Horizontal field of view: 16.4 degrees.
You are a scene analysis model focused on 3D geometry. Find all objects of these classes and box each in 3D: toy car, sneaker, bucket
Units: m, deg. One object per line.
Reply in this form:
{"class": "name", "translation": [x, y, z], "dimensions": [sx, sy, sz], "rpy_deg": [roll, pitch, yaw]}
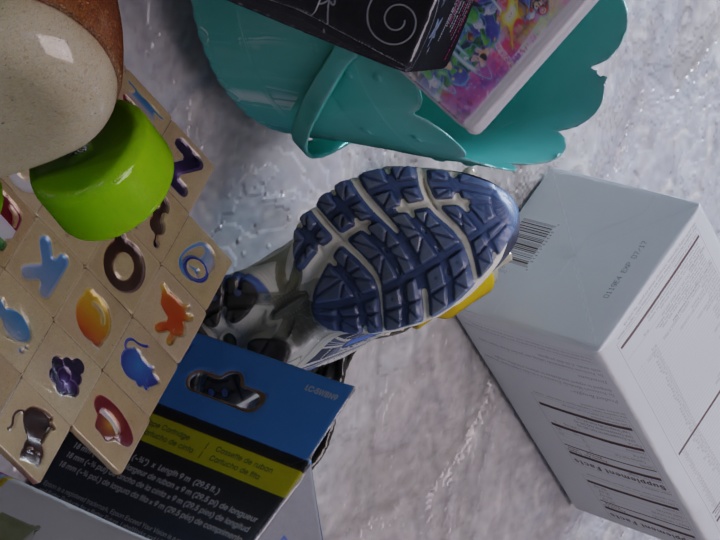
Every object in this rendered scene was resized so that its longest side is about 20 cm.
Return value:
{"class": "toy car", "translation": [-0.155, -0.132, 1.004], "dimensions": [0.164, 0.157, 0.200], "rpy_deg": [55, 35, -45]}
{"class": "sneaker", "translation": [0.000, 0.000, 1.220], "dimensions": [0.085, 0.200, 0.077], "rpy_deg": [-16, 83, -57]}
{"class": "bucket", "translation": [0.024, -0.147, 1.193], "dimensions": [0.207, 0.134, 0.208], "rpy_deg": [-12, 105, -51]}

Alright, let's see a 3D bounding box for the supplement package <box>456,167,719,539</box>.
{"class": "supplement package", "translation": [0.158, 0.055, 1.446], "dimensions": [0.114, 0.109, 0.200], "rpy_deg": [-52, 134, -22]}

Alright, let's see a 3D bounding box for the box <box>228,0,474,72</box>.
{"class": "box", "translation": [0.006, -0.193, 0.987], "dimensions": [0.115, 0.132, 0.201], "rpy_deg": [-21, 133, -80]}

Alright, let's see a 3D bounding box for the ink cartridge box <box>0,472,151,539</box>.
{"class": "ink cartridge box", "translation": [-0.159, 0.164, 1.067], "dimensions": [0.085, 0.200, 0.145], "rpy_deg": [43, 71, -46]}

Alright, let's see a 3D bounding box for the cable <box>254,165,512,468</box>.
{"class": "cable", "translation": [0.005, 0.025, 1.312], "dimensions": [0.200, 0.050, 0.097], "rpy_deg": [-51, 133, -25]}

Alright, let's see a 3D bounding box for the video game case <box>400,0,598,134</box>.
{"class": "video game case", "translation": [0.047, -0.191, 1.051], "dimensions": [0.200, 0.182, 0.024], "rpy_deg": [-48, 177, 10]}

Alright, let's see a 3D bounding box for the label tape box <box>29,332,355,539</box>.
{"class": "label tape box", "translation": [-0.094, 0.132, 1.169], "dimensions": [0.200, 0.144, 0.063], "rpy_deg": [-53, 135, -21]}

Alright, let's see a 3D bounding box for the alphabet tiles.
{"class": "alphabet tiles", "translation": [-0.135, -0.012, 1.113], "dimensions": [0.166, 0.006, 0.200], "rpy_deg": [48, 47, -26]}
